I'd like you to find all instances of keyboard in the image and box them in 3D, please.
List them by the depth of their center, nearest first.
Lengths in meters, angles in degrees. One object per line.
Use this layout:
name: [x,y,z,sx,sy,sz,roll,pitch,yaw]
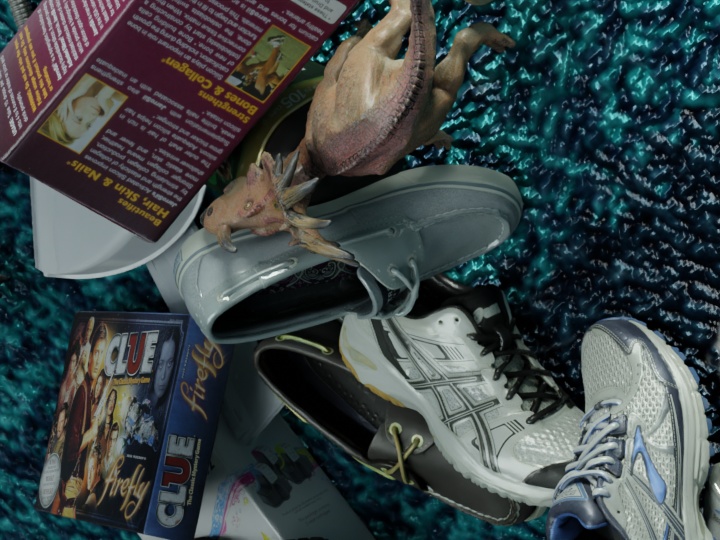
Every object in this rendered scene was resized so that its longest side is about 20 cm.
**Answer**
keyboard: [-0.103,0.012,1.708,0.056,0.011,0.200,-46,64,39]

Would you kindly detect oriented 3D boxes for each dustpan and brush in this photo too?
dustpan and brush: [-0.122,-0.066,1.684,0.200,0.057,0.140,-1,93,45]

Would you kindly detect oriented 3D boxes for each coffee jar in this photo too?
coffee jar: [-0.072,-0.094,1.587,0.200,0.104,0.086,31,131,28]

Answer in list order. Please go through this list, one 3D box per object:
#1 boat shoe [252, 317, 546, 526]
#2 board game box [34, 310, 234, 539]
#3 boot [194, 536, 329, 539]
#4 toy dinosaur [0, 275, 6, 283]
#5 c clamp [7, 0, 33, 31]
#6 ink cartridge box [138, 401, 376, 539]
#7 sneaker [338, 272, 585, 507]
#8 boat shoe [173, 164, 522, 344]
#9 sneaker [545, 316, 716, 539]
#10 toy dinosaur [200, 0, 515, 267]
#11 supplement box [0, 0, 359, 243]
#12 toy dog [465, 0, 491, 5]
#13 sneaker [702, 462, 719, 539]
boat shoe: [0.022,0.094,1.619,0.201,0.061,0.072,35,131,27]
board game box: [-0.143,0.094,1.703,0.200,0.035,0.136,-2,75,64]
boot: [-0.070,0.237,1.678,0.200,0.068,0.131,-6,111,44]
toy dinosaur: [-0.315,-0.003,1.871,0.200,0.086,0.136,57,131,24]
c clamp: [-0.240,-0.180,1.760,0.171,0.027,0.201,-2,107,44]
ink cartridge box: [-0.086,0.147,1.740,0.200,0.068,0.115,52,134,12]
sneaker: [0.068,0.056,1.547,0.200,0.076,0.088,34,129,26]
boat shoe: [-0.001,-0.001,1.502,0.070,0.200,0.072,87,167,-48]
sneaker: [0.141,0.116,1.460,0.077,0.085,0.201,-47,47,53]
toy dinosaur: [0.002,-0.074,1.423,0.086,0.136,0.200,38,147,-1]
supplement box: [-0.102,-0.129,1.467,0.200,0.110,0.086,-48,36,19]
toy dog: [0.075,-0.231,1.411,0.200,0.096,0.132,-46,73,30]
sneaker: [0.253,0.141,1.418,0.200,0.075,0.087,6,107,42]
